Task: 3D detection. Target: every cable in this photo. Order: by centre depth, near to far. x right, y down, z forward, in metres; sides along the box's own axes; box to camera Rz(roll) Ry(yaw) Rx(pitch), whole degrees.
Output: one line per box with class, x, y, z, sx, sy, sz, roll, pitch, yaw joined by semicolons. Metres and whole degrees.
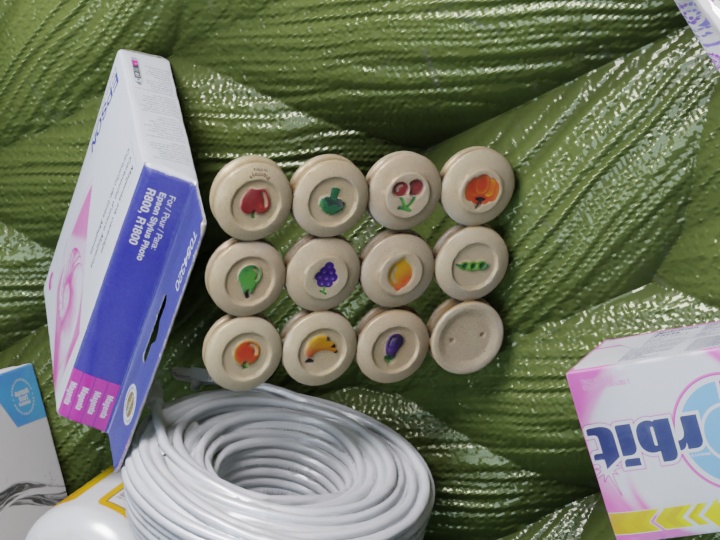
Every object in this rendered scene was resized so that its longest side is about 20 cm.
cable;-0.054;0.143;1.747;0.199;0.200;0.070;11;115;-1

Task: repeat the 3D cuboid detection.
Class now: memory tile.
memory tile;0.000;0.000;1.690;0.017;0.199;0.154;-133;44;-58

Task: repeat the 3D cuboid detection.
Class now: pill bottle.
pill bottle;-0.155;0.190;1.820;0.112;0.200;0.113;10;113;25

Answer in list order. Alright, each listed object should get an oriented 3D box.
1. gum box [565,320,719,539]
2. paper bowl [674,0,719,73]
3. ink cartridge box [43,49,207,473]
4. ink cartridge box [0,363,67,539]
gum box;0.227;0.091;1.653;0.199;0.066;0.114;-11;102;32
paper bowl;0.250;-0.124;1.488;0.104;0.201;0.201;-33;91;6
ink cartridge box;-0.155;-0.008;1.761;0.043;0.200;0.197;12;120;-17
ink cartridge box;-0.257;0.176;1.906;0.066;0.116;0.201;-13;94;30
